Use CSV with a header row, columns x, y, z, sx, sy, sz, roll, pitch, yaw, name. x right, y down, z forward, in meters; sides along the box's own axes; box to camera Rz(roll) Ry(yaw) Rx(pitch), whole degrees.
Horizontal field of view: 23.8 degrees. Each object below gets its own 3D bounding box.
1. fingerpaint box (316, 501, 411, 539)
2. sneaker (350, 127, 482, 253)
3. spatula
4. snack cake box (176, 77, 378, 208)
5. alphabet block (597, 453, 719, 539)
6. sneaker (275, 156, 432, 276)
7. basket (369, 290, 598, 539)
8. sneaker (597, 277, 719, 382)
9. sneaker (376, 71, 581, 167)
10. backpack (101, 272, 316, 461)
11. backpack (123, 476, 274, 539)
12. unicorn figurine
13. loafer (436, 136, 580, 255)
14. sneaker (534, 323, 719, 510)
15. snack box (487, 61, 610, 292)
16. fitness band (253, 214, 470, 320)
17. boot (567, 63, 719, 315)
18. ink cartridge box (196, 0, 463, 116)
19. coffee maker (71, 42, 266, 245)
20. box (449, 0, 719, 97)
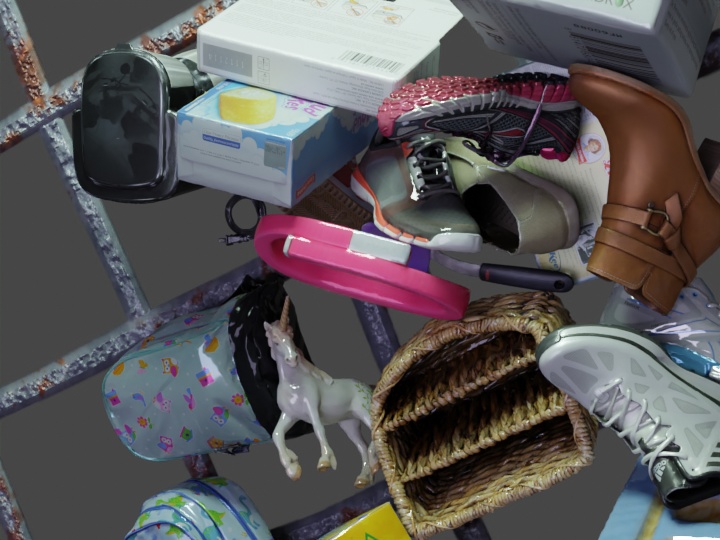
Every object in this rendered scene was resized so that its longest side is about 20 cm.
x,y,z,sx,sy,sz,roll,pitch,yaw,name
0.020,0.312,1.578,0.073,0.200,0.168,-30,84,-19,fingerpaint box
0.048,-0.078,1.482,0.200,0.076,0.083,44,123,54,sneaker
0.095,-0.004,1.535,0.198,0.021,0.057,12,122,19,spatula
-0.065,-0.133,1.517,0.114,0.200,0.068,14,120,21,snack cake box
0.309,0.288,1.421,0.194,0.196,0.202,3,113,24,alphabet block
-0.006,-0.058,1.607,0.071,0.113,0.200,-39,112,21,sneaker
0.104,0.118,1.514,0.199,0.149,0.143,-26,106,26,basket
0.302,0.053,1.480,0.198,0.075,0.087,15,87,15,sneaker
0.106,-0.124,1.434,0.080,0.198,0.075,25,116,59,sneaker
-0.149,0.105,1.655,0.199,0.126,0.168,-15,95,28,backpack
-0.144,0.303,1.683,0.163,0.153,0.202,-24,75,48,backpack
-0.036,0.123,1.577,0.073,0.200,0.138,-20,65,24,unicorn figurine
0.105,-0.066,1.515,0.199,0.068,0.076,23,122,44,loafer
0.235,0.122,1.395,0.199,0.116,0.076,24,128,-15,sneaker
0.191,-0.092,1.521,0.115,0.037,0.202,-18,90,27,snack box
0.000,0.000,1.495,0.198,0.144,0.038,16,78,14,fitness band
0.226,-0.069,1.441,0.199,0.077,0.156,33,88,-23,boot
-0.019,-0.210,1.535,0.199,0.176,0.045,17,126,21,ink cartridge box
-0.159,-0.115,1.580,0.134,0.200,0.194,-22,89,29,coffee maker
0.189,-0.265,1.388,0.199,0.199,0.173,18,87,21,box
